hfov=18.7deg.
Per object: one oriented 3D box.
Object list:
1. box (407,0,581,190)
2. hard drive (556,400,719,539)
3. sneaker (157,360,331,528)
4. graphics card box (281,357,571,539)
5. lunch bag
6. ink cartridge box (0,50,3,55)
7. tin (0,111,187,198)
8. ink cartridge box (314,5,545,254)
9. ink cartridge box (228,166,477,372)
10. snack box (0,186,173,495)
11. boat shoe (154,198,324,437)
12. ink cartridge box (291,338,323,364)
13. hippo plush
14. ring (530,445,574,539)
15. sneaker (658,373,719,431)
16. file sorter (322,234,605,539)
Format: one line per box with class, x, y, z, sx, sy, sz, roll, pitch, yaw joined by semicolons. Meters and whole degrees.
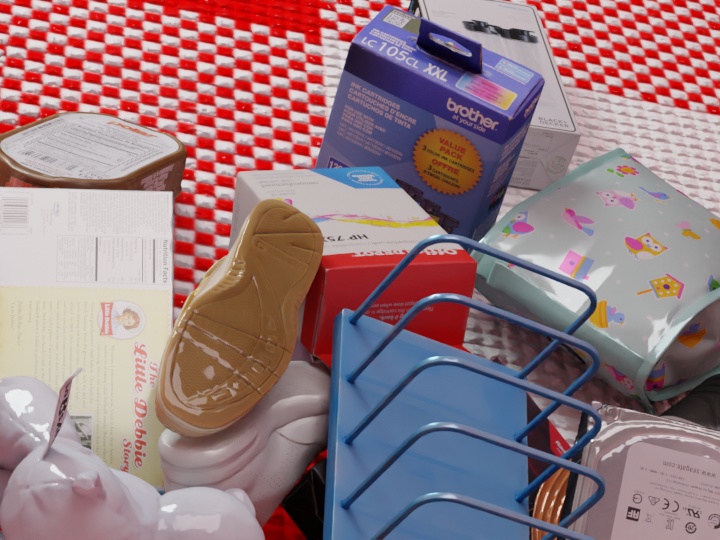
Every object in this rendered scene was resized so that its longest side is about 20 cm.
box;0.106;-0.155;1.834;0.116;0.060;0.200;7;38;-16
hard drive;0.185;0.192;1.329;0.139;0.038;0.201;14;75;-2
sneaker;-0.060;0.118;1.382;0.075;0.089;0.200;11;22;32
graphics card box;0.058;0.147;1.397;0.200;0.051;0.126;-26;73;-43
lunch bag;0.187;0.013;1.598;0.170;0.122;0.200;36;34;22
ink cartridge box;-0.391;-0.142;1.600;0.176;0.045;0.200;27;37;13
tin;-0.196;-0.074;1.568;0.112;0.042;0.200;22;19;11
ink cartridge box;0.048;-0.103;1.620;0.136;0.201;0.076;26;36;11
ink cartridge box;0.000;0.000;1.481;0.116;0.068;0.200;-4;28;-26
snack box;-0.175;0.047;1.371;0.116;0.037;0.201;2;70;-9
boat shoe;-0.080;0.041;1.361;0.074;0.069;0.200;33;43;-4
ink cartridge box;0.010;0.057;1.533;0.119;0.042;0.200;-2;42;-25
hippo plush;-0.137;0.140;1.245;0.160;0.200;0.160;15;38;-28
ring;0.195;0.195;1.399;0.200;0.019;0.201;13;54;-19
sneaker;0.304;0.133;1.529;0.199;0.071;0.099;26;41;18
file sorter;0.068;0.099;1.316;0.138;0.123;0.201;20;48;-21
